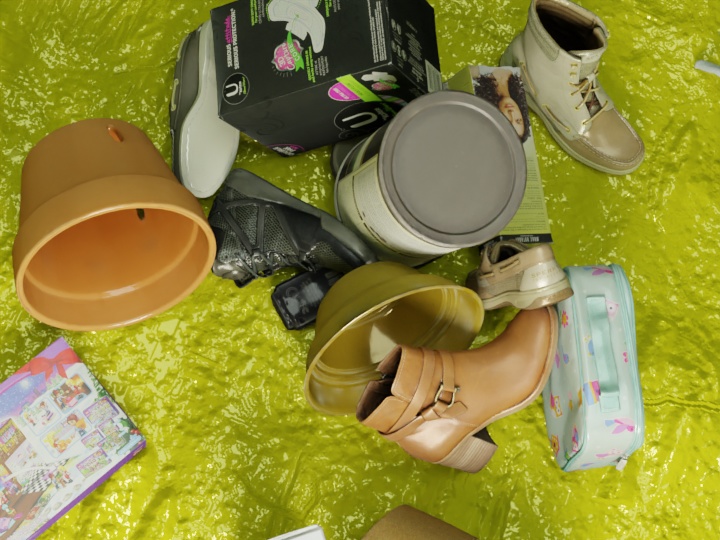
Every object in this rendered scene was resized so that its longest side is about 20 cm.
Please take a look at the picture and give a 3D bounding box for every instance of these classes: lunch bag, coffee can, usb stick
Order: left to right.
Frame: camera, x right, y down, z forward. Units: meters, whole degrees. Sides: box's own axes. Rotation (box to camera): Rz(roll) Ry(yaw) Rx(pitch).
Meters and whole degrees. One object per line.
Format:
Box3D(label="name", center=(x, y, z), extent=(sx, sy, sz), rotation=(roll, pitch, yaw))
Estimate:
Box3D(label="usb stick", center=(0.000, 0.000, 1.543), extent=(0.198, 0.033, 0.056), rotation=(-27, 85, -16))
Box3D(label="coffee can", center=(0.063, -0.085, 1.446), extent=(0.144, 0.200, 0.149), rotation=(1, 84, -14))
Box3D(label="lunch bag", center=(0.235, 0.101, 1.476), extent=(0.076, 0.161, 0.203), rotation=(-2, 72, -9))

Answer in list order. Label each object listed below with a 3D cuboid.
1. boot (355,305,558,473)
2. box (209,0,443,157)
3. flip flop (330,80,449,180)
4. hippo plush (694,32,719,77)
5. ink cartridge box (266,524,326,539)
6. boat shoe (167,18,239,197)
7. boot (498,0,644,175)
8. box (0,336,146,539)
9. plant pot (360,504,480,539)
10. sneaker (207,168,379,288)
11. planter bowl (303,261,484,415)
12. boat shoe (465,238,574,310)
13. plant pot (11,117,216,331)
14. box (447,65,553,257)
Box3D(label="boot", center=(0.096, 0.097, 1.452), extent=(0.154, 0.077, 0.201), rotation=(26, 105, -28))
Box3D(label="box", center=(-0.033, -0.216, 1.506), extent=(0.198, 0.148, 0.126), rotation=(-13, 71, 23))
Box3D(label="flip flop", center=(0.051, -0.152, 1.585), extent=(0.199, 0.058, 0.082), rotation=(-30, 82, -18))
Box3D(label="hippo plush", center=(0.468, -0.162, 1.596), extent=(0.198, 0.159, 0.163), rotation=(20, 70, -2))
Box3D(label="ink cartridge box", center=(-0.056, 0.327, 1.339), extent=(0.085, 0.200, 0.148), rotation=(-16, 74, -11))
Box3D(label="boat shoe", center=(-0.170, -0.170, 1.559), extent=(0.072, 0.060, 0.204), rotation=(22, 68, -41))
Box3D(label="boot", center=(0.243, -0.200, 1.577), extent=(0.200, 0.155, 0.072), rotation=(44, 71, 7))
Box3D(label="box", center=(-0.328, 0.181, 1.432), extent=(0.199, 0.039, 0.137), rotation=(-39, 82, -17))
Box3D(label="plant pot", center=(0.083, 0.323, 1.387), extent=(0.186, 0.187, 0.200), rotation=(-40, 69, -18))
Box3D(label="sneaker", center=(-0.080, -0.017, 1.500), extent=(0.198, 0.076, 0.115), rotation=(26, 75, 20))
Box3D(label="planter bowl", center=(0.018, 0.051, 1.457), extent=(0.198, 0.201, 0.084), rotation=(-22, 57, -14))
Box3D(label="boat shoe", center=(0.155, -0.001, 1.476), extent=(0.071, 0.200, 0.065), rotation=(-20, 96, -18))
Box3D(label="plant pot", center=(-0.257, -0.055, 1.450), extent=(0.198, 0.201, 0.141), rotation=(-15, 59, -13))
Box3D(label="box", center=(0.150, -0.118, 1.574), extent=(0.074, 0.050, 0.203), rotation=(-4, 78, -30))
